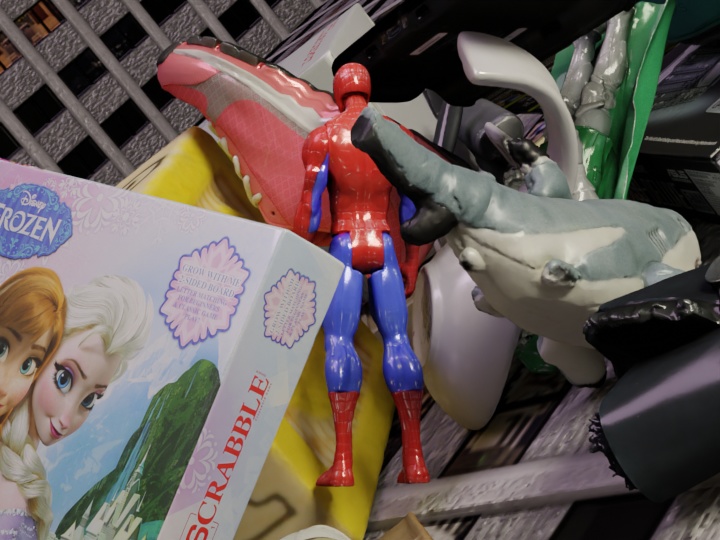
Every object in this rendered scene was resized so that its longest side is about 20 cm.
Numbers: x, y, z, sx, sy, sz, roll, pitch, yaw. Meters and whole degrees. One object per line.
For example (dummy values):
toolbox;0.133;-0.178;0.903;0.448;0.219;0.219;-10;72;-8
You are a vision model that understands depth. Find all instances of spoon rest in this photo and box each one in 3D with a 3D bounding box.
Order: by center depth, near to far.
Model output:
spoon rest;0.063;-0.013;0.727;0.060;0.202;0.100;0;36;-8

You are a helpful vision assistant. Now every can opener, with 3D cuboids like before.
can opener;0.076;-0.060;0.920;0.067;0.053;0.200;-40;12;3

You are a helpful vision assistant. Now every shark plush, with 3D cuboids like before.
shark plush;0.071;-0.016;0.657;0.091;0.198;0.084;-39;40;53

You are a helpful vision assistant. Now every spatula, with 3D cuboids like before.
spatula;0.046;-0.029;0.889;0.057;0.020;0.202;94;-179;-60

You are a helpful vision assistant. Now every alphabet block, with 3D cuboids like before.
alphabet block;-0.118;0.077;0.822;0.199;0.197;0.196;-35;15;21

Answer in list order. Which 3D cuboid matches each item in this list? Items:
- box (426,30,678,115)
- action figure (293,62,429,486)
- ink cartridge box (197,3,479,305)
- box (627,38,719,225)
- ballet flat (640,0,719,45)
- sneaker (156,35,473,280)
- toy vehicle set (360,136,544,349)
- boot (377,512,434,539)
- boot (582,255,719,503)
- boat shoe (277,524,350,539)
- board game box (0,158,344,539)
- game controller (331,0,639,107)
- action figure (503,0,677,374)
box;0.158;-0.165;1.015;0.199;0.045;0.159;-29;-14;40
action figure;0.000;0.000;0.731;0.065;0.203;0.052;0;-7;-12
ink cartridge box;-0.041;-0.049;1.007;0.199;0.145;0.146;-36;13;20
box;0.208;-0.094;0.788;0.157;0.050;0.200;-42;12;-4
ballet flat;0.197;-0.151;0.750;0.063;0.068;0.200;-35;11;-9
sneaker;-0.040;-0.058;0.805;0.088;0.199;0.074;-64;-26;3
toy vehicle set;0.083;-0.024;0.962;0.199;0.027;0.124;-38;13;9
boot;-0.033;0.179;0.538;0.199;0.066;0.175;-40;13;-3
boot;0.166;-0.012;0.575;0.167;0.077;0.201;-27;24;32
boat shoe;-0.078;0.183;0.650;0.199;0.075;0.068;-33;9;-9
board game box;-0.123;0.064;0.629;0.199;0.041;0.201;13;77;42
game controller;0.061;-0.120;0.736;0.103;0.043;0.200;2;-11;-22
action figure;0.106;-0.045;0.768;0.118;0.054;0.202;145;139;-64
